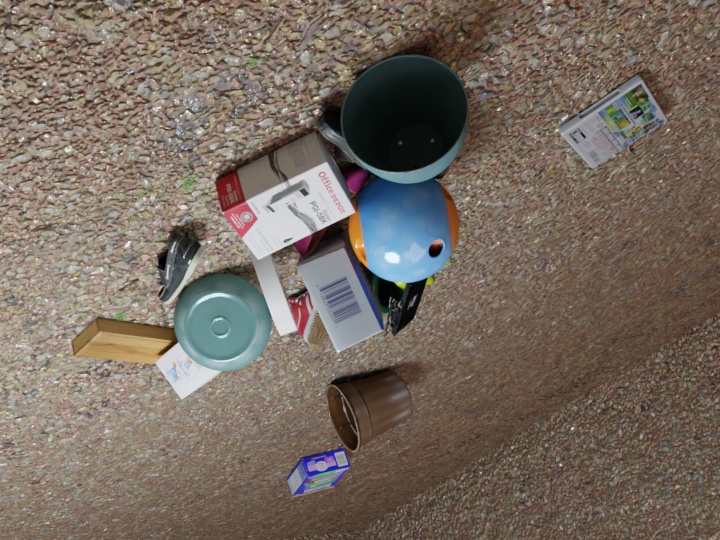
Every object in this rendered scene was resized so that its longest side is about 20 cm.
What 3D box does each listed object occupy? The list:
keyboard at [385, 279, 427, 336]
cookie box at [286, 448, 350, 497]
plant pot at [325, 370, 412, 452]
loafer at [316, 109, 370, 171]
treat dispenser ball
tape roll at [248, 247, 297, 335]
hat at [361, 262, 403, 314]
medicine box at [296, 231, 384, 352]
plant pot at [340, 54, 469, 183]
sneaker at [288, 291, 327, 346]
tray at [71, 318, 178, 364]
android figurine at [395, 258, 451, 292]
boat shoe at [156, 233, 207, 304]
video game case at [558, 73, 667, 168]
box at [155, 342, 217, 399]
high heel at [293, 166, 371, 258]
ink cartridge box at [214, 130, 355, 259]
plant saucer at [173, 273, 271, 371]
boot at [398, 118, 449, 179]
[{"bbox_3d":[0.093,0.063,1.816,0.104,0.040,0.201,-38,156,-33],"label":"keyboard"},{"bbox_3d":[-0.150,0.719,2.972,0.170,0.076,0.200,-8,150,-28],"label":"cookie box"},{"bbox_3d":[0.031,0.391,2.409,0.197,0.201,0.201,-18,153,-23],"label":"plant pot"},{"bbox_3d":[-0.015,-0.210,1.420,0.072,0.073,0.199,-31,151,26],"label":"loafer"},{"bbox_3d":[0.079,-0.079,1.509,0.199,0.202,0.201,-17,152,-9],"label":"treat dispenser ball"},{"bbox_3d":[-0.167,0.024,1.583,0.037,0.204,0.203,-20,153,-4],"label":"tape roll"},{"bbox_3d":[0.000,0.000,1.853,0.165,0.175,0.202,9,98,-60],"label":"hat"},{"bbox_3d":[-0.038,0.036,1.635,0.102,0.183,0.200,-25,-171,4],"label":"medicine box"},{"bbox_3d":[0.080,-0.220,1.338,0.199,0.201,0.135,-24,158,4],"label":"plant pot"},{"bbox_3d":[-0.099,0.054,1.848,0.071,0.112,0.201,11,108,-43],"label":"sneaker"},{"bbox_3d":[-0.488,0.151,1.755,0.098,0.037,0.199,-38,148,28],"label":"tray"},{"bbox_3d":[0.137,-0.037,1.813,0.182,0.041,0.200,-50,149,-4],"label":"android figurine"},{"bbox_3d":[-0.348,-0.004,1.570,0.067,0.072,0.200,29,142,-11],"label":"boat shoe"},{"bbox_3d":[0.515,-0.298,1.702,0.182,0.022,0.200,-34,150,21],"label":"video game case"},{"bbox_3d":[-0.322,0.169,1.795,0.200,0.102,0.112,-38,178,28],"label":"box"},{"bbox_3d":[-0.047,-0.108,1.547,0.199,0.097,0.067,-36,149,26],"label":"high heel"},{"bbox_3d":[-0.127,-0.127,1.446,0.199,0.083,0.147,-26,141,6],"label":"ink cartridge box"},{"bbox_3d":[-0.278,0.108,1.674,0.199,0.201,0.036,-24,-171,3],"label":"plant saucer"},{"bbox_3d":[0.140,-0.241,1.488,0.130,0.068,0.199,-40,150,19],"label":"boot"}]
